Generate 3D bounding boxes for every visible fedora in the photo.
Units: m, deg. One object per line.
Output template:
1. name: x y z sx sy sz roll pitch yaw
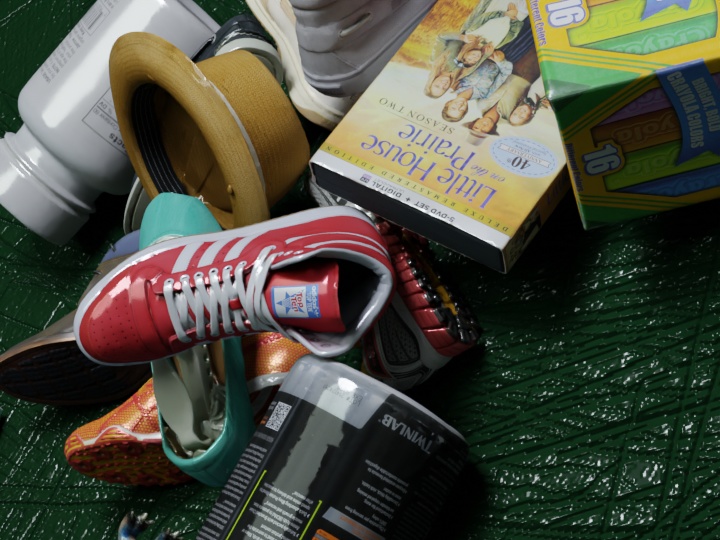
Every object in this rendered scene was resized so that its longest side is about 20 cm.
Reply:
1. fedora: -0.091 -0.087 1.611 0.082 0.201 0.200 -30 35 -22

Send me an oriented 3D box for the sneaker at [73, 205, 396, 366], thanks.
1. sneaker: -0.073 0.019 1.450 0.199 0.072 0.113 -20 20 -6

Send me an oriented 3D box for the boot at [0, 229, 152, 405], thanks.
1. boot: -0.172 0.031 1.724 0.199 0.075 0.097 -16 43 24

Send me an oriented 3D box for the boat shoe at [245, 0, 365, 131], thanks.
1. boat shoe: -0.030 -0.187 1.721 0.069 0.074 0.200 -47 48 28

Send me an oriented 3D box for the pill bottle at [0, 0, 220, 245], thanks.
1. pill bottle: -0.190 -0.121 1.803 0.200 0.114 0.114 -48 40 7

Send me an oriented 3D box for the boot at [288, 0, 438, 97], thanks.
1. boot: 0.020 -0.212 1.631 0.073 0.096 0.200 13 48 30

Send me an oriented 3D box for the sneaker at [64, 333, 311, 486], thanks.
1. sneaker: -0.109 0.089 1.620 0.199 0.073 0.077 -22 49 18

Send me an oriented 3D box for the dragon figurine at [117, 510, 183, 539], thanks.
1. dragon figurine: -0.158 0.227 1.573 0.200 0.059 0.100 -33 44 22

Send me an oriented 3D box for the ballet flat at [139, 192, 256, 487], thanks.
1. ballet flat: -0.110 0.039 1.540 0.067 0.070 0.201 -18 75 21

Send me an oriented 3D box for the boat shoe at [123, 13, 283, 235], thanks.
1. boat shoe: -0.116 -0.101 1.723 0.066 0.074 0.200 -102 31 -46

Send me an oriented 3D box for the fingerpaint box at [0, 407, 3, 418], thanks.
1. fingerpaint box: -0.377 0.173 1.812 0.199 0.073 0.168 -10 56 41

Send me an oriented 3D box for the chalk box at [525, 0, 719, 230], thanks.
1. chalk box: 0.205 -0.128 1.392 0.199 0.124 0.125 -15 50 6

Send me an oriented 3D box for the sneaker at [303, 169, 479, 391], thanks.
1. sneaker: 0.000 0.000 1.563 0.082 0.078 0.200 -43 41 14

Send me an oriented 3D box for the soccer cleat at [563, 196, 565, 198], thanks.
1. soccer cleat: 0.060 -0.093 1.567 0.086 0.070 0.200 -29 46 5

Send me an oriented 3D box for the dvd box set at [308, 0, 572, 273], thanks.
1. dvd box set: 0.082 -0.104 1.507 0.146 0.029 0.200 26 63 25

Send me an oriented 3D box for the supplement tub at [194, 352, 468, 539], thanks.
1. supplement tub: -0.031 0.162 1.446 0.122 0.122 0.201 21 78 49
